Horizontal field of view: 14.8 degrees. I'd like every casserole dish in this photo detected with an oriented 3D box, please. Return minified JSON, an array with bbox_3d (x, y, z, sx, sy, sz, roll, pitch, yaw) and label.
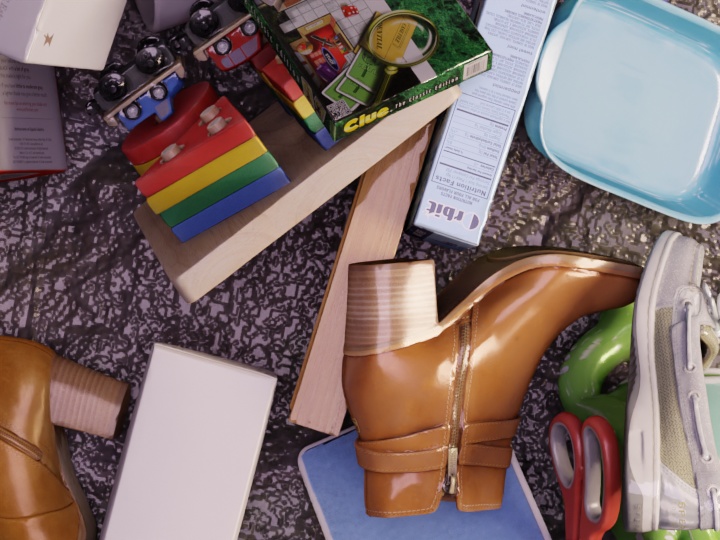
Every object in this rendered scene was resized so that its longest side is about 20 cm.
[{"bbox_3d":[0.174,-0.104,1.714,0.199,0.039,0.122,19,88,-35],"label":"casserole dish"}]

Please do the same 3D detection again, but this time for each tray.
[{"bbox_3d":[0.000,0.000,1.716,0.037,0.099,0.201,18,89,0],"label":"tray"}]

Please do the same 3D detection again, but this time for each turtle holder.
[{"bbox_3d":[0.198,0.118,1.716,0.131,0.186,0.142,-27,133,-15],"label":"turtle holder"}]

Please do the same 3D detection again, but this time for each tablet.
[{"bbox_3d":[0.048,0.167,1.703,0.129,0.014,0.201,-23,55,1],"label":"tablet"}]

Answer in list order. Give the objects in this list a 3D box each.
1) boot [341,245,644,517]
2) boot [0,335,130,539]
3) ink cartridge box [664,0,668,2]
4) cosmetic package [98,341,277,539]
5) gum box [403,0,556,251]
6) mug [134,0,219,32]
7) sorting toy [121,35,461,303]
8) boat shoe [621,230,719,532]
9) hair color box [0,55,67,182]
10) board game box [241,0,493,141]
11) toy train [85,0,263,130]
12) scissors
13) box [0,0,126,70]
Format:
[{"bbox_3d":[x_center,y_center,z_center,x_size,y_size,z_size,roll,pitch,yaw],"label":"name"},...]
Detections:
[{"bbox_3d":[0.085,0.067,1.665,0.199,0.077,0.157,-6,95,-24],"label":"boot"},{"bbox_3d":[-0.234,0.141,1.731,0.143,0.071,0.203,14,86,5],"label":"boot"},{"bbox_3d":[0.213,-0.257,1.758,0.095,0.037,0.200,43,91,-1],"label":"ink cartridge box"},{"bbox_3d":[-0.115,0.150,1.709,0.084,0.108,0.202,16,90,-1],"label":"cosmetic package"},{"bbox_3d":[0.078,-0.114,1.684,0.044,0.170,0.201,18,89,-1],"label":"gum box"},{"bbox_3d":[-0.074,-0.253,1.699,0.152,0.149,0.188,-12,96,-9],"label":"mug"},{"bbox_3d":[-0.057,-0.087,1.659,0.198,0.200,0.070,-38,107,-1],"label":"sorting toy"},{"bbox_3d":[0.189,0.065,1.621,0.064,0.075,0.203,4,50,7],"label":"boat shoe"},{"bbox_3d":[-0.239,-0.156,1.705,0.061,0.101,0.202,-7,89,20],"label":"hair color box"},{"bbox_3d":[-0.018,-0.171,1.580,0.104,0.024,0.201,-25,62,-18],"label":"board game box"},{"bbox_3d":[-0.078,-0.144,1.653,0.199,0.034,0.046,-34,108,7],"label":"toy train"},{"bbox_3d":[0.134,0.179,1.660,0.014,0.073,0.202,-8,107,-26],"label":"scissors"},{"bbox_3d":[-0.228,-0.220,1.590,0.199,0.106,0.153,23,98,17],"label":"box"}]
